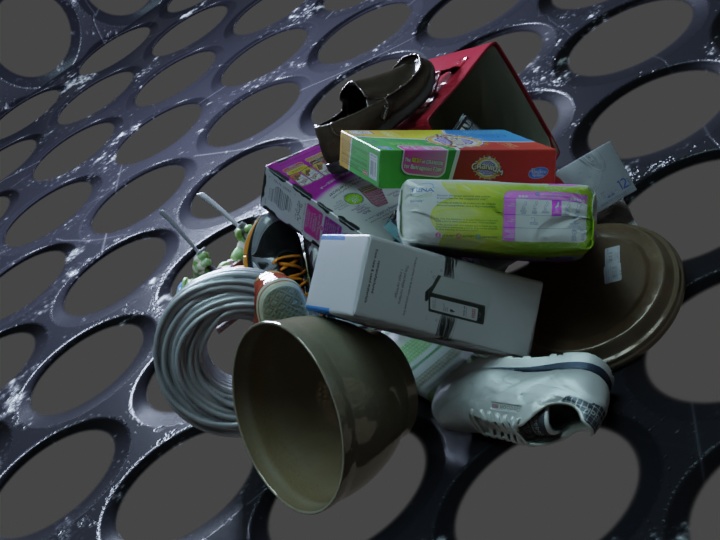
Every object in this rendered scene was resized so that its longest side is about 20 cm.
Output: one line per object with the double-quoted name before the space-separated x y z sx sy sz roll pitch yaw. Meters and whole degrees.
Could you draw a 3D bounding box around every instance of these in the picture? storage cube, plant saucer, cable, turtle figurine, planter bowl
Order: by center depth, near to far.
"planter bowl" -0.025 0.134 1.576 0.134 0.203 0.199 -16 15 -35
"plant saucer" 0.240 0.024 1.586 0.198 0.030 0.201 -20 42 18
"cable" -0.136 0.091 1.729 0.198 0.201 0.069 -26 18 5
"storage cube" 0.108 -0.156 1.906 0.179 0.201 0.171 -8 34 49
"turtle figurine" -0.158 -0.025 1.988 0.191 0.144 0.203 -2 78 15

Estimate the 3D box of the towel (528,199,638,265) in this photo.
"towel" 0.250 -0.019 1.695 0.131 0.035 0.201 -26 27 10

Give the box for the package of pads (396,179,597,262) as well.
"package of pads" 0.136 -0.048 1.536 0.197 0.069 0.155 2 -4 4

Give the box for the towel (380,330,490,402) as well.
"towel" 0.103 0.082 1.693 0.149 0.031 0.200 -39 30 -11

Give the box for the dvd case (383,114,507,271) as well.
"dvd case" 0.126 -0.069 1.736 0.022 0.146 0.201 -40 12 50

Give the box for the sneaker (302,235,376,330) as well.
"sneaker" 0.000 0.000 1.784 0.114 0.076 0.201 -13 51 -6

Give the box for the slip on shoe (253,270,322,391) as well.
"slip on shoe" -0.081 0.087 1.667 0.073 0.202 0.061 -16 32 -12

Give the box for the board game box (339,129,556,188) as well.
"board game box" 0.092 -0.122 1.643 0.197 0.041 0.153 -2 14 -17

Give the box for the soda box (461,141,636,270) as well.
"soda box" 0.200 -0.064 1.670 0.199 0.064 0.068 -30 -1 -11

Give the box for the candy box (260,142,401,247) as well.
"candy box" -0.001 -0.072 1.771 0.199 0.062 0.136 35 43 31

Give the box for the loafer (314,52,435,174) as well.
"loafer" 0.017 -0.199 1.779 0.073 0.071 0.200 -8 34 49

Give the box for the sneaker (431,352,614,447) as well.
"sneaker" 0.152 0.135 1.498 0.198 0.077 0.081 -14 40 34

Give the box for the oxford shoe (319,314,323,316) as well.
"oxford shoe" -0.020 0.054 1.848 0.075 0.070 0.201 -57 14 42

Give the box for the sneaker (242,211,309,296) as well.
"sneaker" -0.087 0.028 1.809 0.078 0.203 0.077 -11 7 -30

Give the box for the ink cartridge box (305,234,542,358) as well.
"ink cartridge box" 0.064 0.027 1.546 0.146 0.198 0.085 2 79 68
